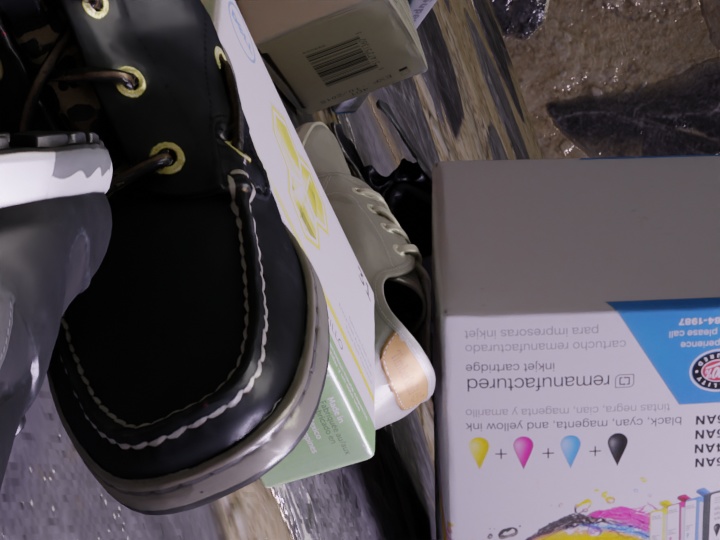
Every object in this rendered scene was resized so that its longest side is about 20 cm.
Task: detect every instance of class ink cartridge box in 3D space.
[{"bbox_3d":[-0.041,-0.039,0.747,0.201,0.048,0.146,-89,158,-58],"label":"ink cartridge box"},{"bbox_3d":[0.105,0.070,0.905,0.145,0.146,0.202,-90,178,-62],"label":"ink cartridge box"}]

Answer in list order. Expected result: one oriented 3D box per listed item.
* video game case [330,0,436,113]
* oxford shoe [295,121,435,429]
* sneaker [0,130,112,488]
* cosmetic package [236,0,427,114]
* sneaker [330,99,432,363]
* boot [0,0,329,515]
[{"bbox_3d":[0.008,-0.192,1.073,0.200,0.018,0.144,130,-51,-58],"label":"video game case"},{"bbox_3d":[0.000,0.000,0.877,0.201,0.057,0.076,-98,164,-56],"label":"oxford shoe"},{"bbox_3d":[-0.089,0.026,0.320,0.200,0.075,0.089,-34,119,-77],"label":"sneaker"},{"bbox_3d":[-0.034,-0.191,1.010,0.105,0.070,0.202,49,24,-68],"label":"cosmetic package"},{"bbox_3d":[0.045,0.011,1.120,0.104,0.060,0.201,47,20,-71],"label":"sneaker"},{"bbox_3d":[-0.076,-0.053,0.492,0.204,0.073,0.154,-108,171,-51],"label":"boot"}]
